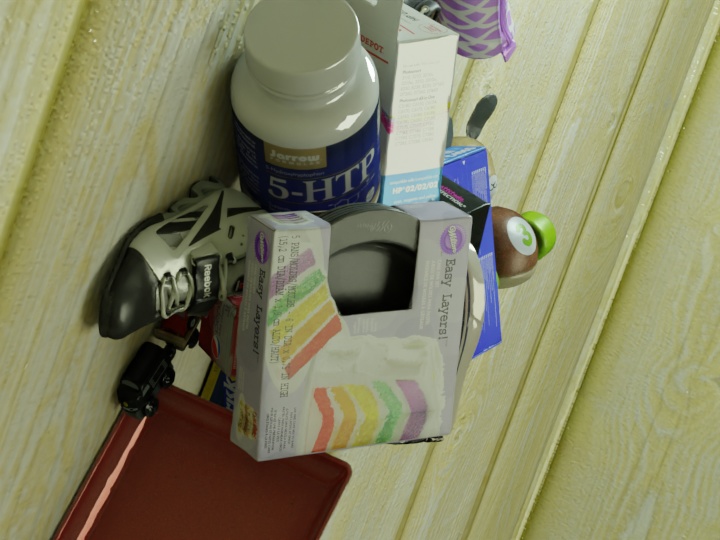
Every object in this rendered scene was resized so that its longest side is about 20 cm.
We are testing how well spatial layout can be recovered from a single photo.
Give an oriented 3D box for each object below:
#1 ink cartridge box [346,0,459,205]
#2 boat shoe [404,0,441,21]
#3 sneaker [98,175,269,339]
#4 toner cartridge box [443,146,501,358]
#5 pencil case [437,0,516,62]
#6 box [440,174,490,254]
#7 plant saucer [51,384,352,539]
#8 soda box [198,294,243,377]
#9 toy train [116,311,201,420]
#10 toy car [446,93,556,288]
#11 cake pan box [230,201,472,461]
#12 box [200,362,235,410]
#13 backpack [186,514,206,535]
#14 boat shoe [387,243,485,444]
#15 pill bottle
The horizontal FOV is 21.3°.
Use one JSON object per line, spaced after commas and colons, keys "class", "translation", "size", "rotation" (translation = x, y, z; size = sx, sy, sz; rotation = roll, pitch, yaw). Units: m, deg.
{"class": "ink cartridge box", "translation": [0.022, -0.163, 1.649], "size": [0.068, 0.115, 0.201], "rotation": [-10, 120, -31]}
{"class": "boat shoe", "translation": [0.009, -0.169, 1.755], "size": [0.201, 0.060, 0.074], "rotation": [-63, 169, -13]}
{"class": "sneaker", "translation": [-0.127, -0.004, 1.485], "size": [0.200, 0.088, 0.074], "rotation": [-48, 157, -46]}
{"class": "toner cartridge box", "translation": [0.091, -0.014, 1.874], "size": [0.095, 0.043, 0.201], "rotation": [-23, 112, -54]}
{"class": "pencil case", "translation": [0.118, -0.294, 1.907], "size": [0.084, 0.085, 0.200], "rotation": [-59, 163, -23]}
{"class": "box", "translation": [0.000, 0.000, 1.747], "size": [0.200, 0.124, 0.149], "rotation": [-26, 139, -41]}
{"class": "plant saucer", "translation": [-0.133, 0.211, 1.537], "size": [0.201, 0.199, 0.037], "rotation": [-62, 163, -19]}
{"class": "soda box", "translation": [-0.029, 0.042, 1.580], "size": [0.199, 0.070, 0.064], "rotation": [-1, 112, -27]}
{"class": "toy train", "translation": [-0.143, 0.031, 1.576], "size": [0.201, 0.034, 0.046], "rotation": [-61, 152, -22]}
{"class": "toy car", "translation": [0.124, -0.089, 2.111], "size": [0.164, 0.157, 0.201], "rotation": [-35, 133, -48]}
{"class": "cake pan box", "translation": [-0.006, 0.042, 1.517], "size": [0.183, 0.052, 0.201], "rotation": [-4, 109, -31]}
{"class": "box", "translation": [-0.087, 0.118, 1.814], "size": [0.070, 0.064, 0.200], "rotation": [-68, 165, 4]}
{"class": "backpack", "translation": [-0.117, 0.244, 1.640], "size": [0.150, 0.200, 0.178], "rotation": [-37, 153, -23]}
{"class": "boat shoe", "translation": [0.046, 0.068, 1.689], "size": [0.092, 0.075, 0.201], "rotation": [-7, 116, -33]}
{"class": "pill bottle", "translation": [-0.044, -0.125, 1.534], "size": [0.120, 0.119, 0.200], "rotation": [-58, 161, -30]}
